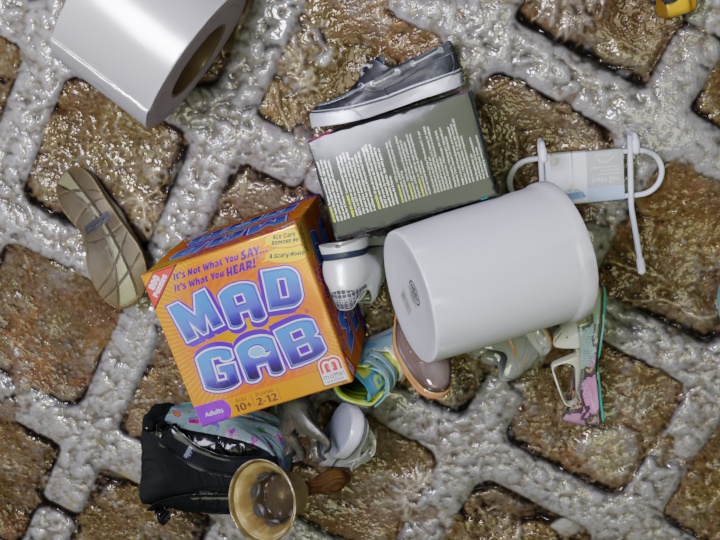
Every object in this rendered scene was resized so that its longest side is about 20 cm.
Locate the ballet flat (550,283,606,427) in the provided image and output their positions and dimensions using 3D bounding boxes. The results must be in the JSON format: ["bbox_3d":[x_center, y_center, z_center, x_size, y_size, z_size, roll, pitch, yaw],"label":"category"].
[{"bbox_3d":[0.286,0.114,1.256,0.070,0.069,0.202,-2,109,7],"label":"ballet flat"}]

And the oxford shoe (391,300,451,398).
[{"bbox_3d":[0.077,0.061,1.199,0.071,0.073,0.202,-4,61,-17],"label":"oxford shoe"}]

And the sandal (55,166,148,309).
[{"bbox_3d":[-0.340,-0.047,1.282,0.080,0.054,0.201,-29,86,6],"label":"sandal"}]

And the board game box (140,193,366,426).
[{"bbox_3d":[-0.123,0.043,1.205,0.198,0.200,0.202,-17,103,10],"label":"board game box"}]

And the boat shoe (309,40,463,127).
[{"bbox_3d":[0.026,-0.233,1.186,0.198,0.072,0.068,-17,104,7],"label":"boat shoe"}]

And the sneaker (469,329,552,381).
[{"bbox_3d":[0.157,0.059,1.233,0.092,0.076,0.200,-45,96,-13],"label":"sneaker"}]

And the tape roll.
[{"bbox_3d":[-0.246,-0.290,1.130,0.139,0.203,0.203,36,105,-5],"label":"tape roll"}]

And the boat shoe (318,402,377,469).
[{"bbox_3d":[-0.009,0.222,1.262,0.065,0.200,0.074,11,72,-9],"label":"boat shoe"}]

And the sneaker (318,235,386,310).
[{"bbox_3d":[0.000,0.000,1.183,0.076,0.200,0.081,-10,92,20],"label":"sneaker"}]

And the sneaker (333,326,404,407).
[{"bbox_3d":[0.051,0.119,1.244,0.199,0.131,0.080,-26,100,10],"label":"sneaker"}]

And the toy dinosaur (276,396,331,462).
[{"bbox_3d":[-0.081,0.191,1.236,0.076,0.200,0.103,-19,102,1],"label":"toy dinosaur"}]

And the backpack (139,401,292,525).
[{"bbox_3d":[-0.194,0.256,1.306,0.198,0.127,0.168,6,118,1],"label":"backpack"}]

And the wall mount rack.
[{"bbox_3d":[0.287,-0.083,1.199,0.198,0.075,0.175,-5,106,8],"label":"wall mount rack"}]

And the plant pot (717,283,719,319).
[{"bbox_3d":[0.522,0.049,1.166,0.133,0.200,0.201,-20,104,38],"label":"plant pot"}]

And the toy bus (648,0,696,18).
[{"bbox_3d":[0.363,-0.402,1.115,0.078,0.065,0.202,-15,102,7],"label":"toy bus"}]

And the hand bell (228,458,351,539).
[{"bbox_3d":[-0.072,0.286,1.257,0.103,0.199,0.105,-1,89,31],"label":"hand bell"}]

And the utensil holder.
[{"bbox_3d":[0.146,0.003,1.109,0.198,0.170,0.172,-16,104,-15],"label":"utensil holder"}]

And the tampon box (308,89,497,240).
[{"bbox_3d":[0.055,-0.132,1.165,0.198,0.150,0.127,-15,99,9],"label":"tampon box"}]
